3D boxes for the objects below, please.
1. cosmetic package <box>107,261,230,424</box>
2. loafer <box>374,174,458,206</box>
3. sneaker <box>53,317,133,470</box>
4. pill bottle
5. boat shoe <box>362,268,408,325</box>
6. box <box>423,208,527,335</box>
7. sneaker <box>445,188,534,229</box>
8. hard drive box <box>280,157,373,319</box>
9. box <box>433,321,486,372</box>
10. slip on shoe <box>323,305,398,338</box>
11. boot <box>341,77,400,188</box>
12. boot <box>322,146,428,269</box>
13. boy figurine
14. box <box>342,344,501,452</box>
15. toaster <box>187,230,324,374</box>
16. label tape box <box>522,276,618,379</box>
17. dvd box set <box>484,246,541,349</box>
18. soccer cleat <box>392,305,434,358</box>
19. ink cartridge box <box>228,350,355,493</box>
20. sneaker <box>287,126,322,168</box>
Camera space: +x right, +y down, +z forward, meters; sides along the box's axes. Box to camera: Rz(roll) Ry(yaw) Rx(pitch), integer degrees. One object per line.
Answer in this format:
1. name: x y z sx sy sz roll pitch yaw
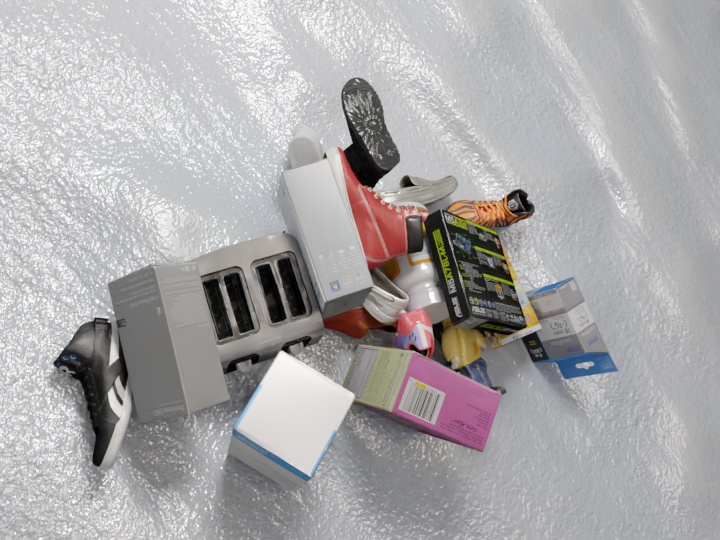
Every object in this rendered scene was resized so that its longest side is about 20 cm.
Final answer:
1. cosmetic package: -0.260 0.098 0.917 0.090 0.106 0.202 -4 78 -58
2. loafer: 0.104 -0.151 1.283 0.199 0.070 0.070 -25 97 -32
3. sneaker: -0.369 0.163 0.922 0.111 0.073 0.202 16 60 -22
4. pill bottle: 0.095 -0.010 1.179 0.110 0.111 0.201 2 55 -29
5. boat shoe: 0.000 0.000 1.124 0.200 0.069 0.071 40 34 5
6. box: 0.199 0.007 1.160 0.199 0.047 0.195 13 55 -50
7. sneaker: 0.263 -0.123 1.342 0.198 0.112 0.078 -12 82 -32
8. hard drive box: -0.057 -0.041 1.021 0.076 0.156 0.202 -18 80 -11
9. box: 0.179 0.066 1.277 0.158 0.048 0.200 46 58 -12
10. slip on shoe: -0.011 0.086 1.150 0.198 0.074 0.062 -1 80 -35
11. boot: -0.017 -0.207 1.153 0.065 0.200 0.166 -16 82 -22
12. boot: 0.027 -0.112 1.072 0.143 0.072 0.202 -19 96 -8
13. boy figurine: 0.190 0.132 1.191 0.124 0.064 0.202 -6 75 -49
14. box: 0.090 0.202 1.089 0.175 0.200 0.097 27 77 -21
15. toaster: -0.163 0.044 1.022 0.179 0.119 0.202 -16 84 -17
16. label tape box: 0.392 0.129 1.326 0.063 0.144 0.201 -25 89 -33
17. dvd box set: 0.253 0.037 1.269 0.146 0.029 0.202 -11 73 -45
18. soccer cleat: 0.091 0.130 1.129 0.066 0.201 0.077 -13 62 -5
19. ink cartridge box: -0.108 0.229 0.987 0.125 0.200 0.129 31 61 1
20. sneaker: -0.080 -0.148 1.172 0.073 0.116 0.202 -7 115 1
